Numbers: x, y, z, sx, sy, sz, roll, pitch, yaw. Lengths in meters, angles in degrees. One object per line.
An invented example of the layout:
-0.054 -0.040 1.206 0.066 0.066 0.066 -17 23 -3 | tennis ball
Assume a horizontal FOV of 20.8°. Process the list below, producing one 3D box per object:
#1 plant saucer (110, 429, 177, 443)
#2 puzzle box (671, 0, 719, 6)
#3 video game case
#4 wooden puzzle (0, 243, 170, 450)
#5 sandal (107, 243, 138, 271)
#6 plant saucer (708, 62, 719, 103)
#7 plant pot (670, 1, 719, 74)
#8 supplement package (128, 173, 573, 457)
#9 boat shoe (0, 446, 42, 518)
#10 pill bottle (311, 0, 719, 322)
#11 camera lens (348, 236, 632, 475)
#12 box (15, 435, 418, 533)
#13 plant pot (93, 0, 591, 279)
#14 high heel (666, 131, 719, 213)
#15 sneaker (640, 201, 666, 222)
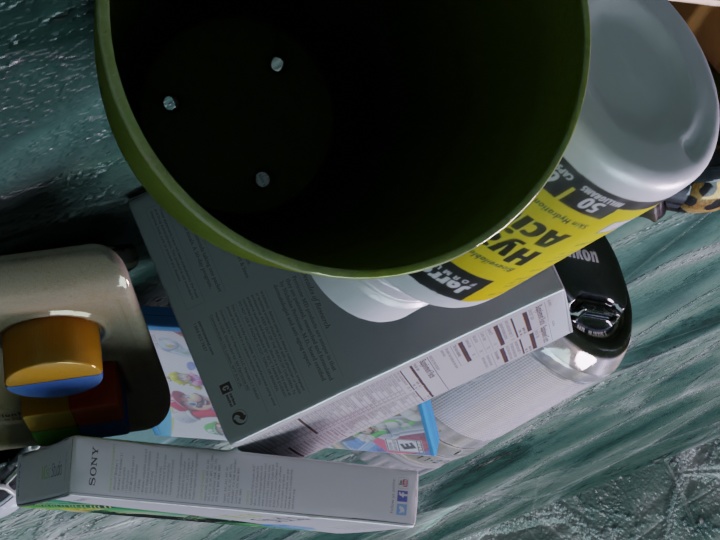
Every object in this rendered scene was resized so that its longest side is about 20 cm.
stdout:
-0.176 0.112 1.461 0.200 0.039 0.201 -24 166 -6 | plant saucer
0.190 -0.203 0.883 0.133 0.025 0.200 -7 142 -53 | puzzle box
-0.055 0.073 1.277 0.199 0.018 0.143 3 146 13 | video game case
-0.204 0.061 1.066 0.184 0.047 0.200 -7 153 -1 | wooden puzzle
-0.185 0.038 1.147 0.080 0.058 0.201 -12 161 -41 | sandal
0.277 -0.106 1.222 0.199 0.200 0.031 -23 126 -7 | plant saucer
0.280 -0.147 1.095 0.199 0.141 0.200 -23 165 -7 | plant pot
0.000 0.000 1.125 0.199 0.152 0.151 -25 166 3 | supplement package
-0.237 0.114 1.301 0.199 0.074 0.068 -28 159 39 | boat shoe
0.058 -0.049 0.897 0.111 0.112 0.200 -12 166 -41 | pill bottle
0.075 0.035 1.357 0.200 0.161 0.160 -33 163 30 | camera lens
-0.085 0.124 1.114 0.199 0.037 0.144 9 168 -19 | box
-0.031 -0.082 0.799 0.186 0.188 0.200 -20 -179 -18 | plant pot
0.179 -0.073 1.183 0.142 0.072 0.200 -3 -165 9 | high heel
0.083 -0.059 0.994 0.199 0.115 0.076 -27 164 15 | sneaker
